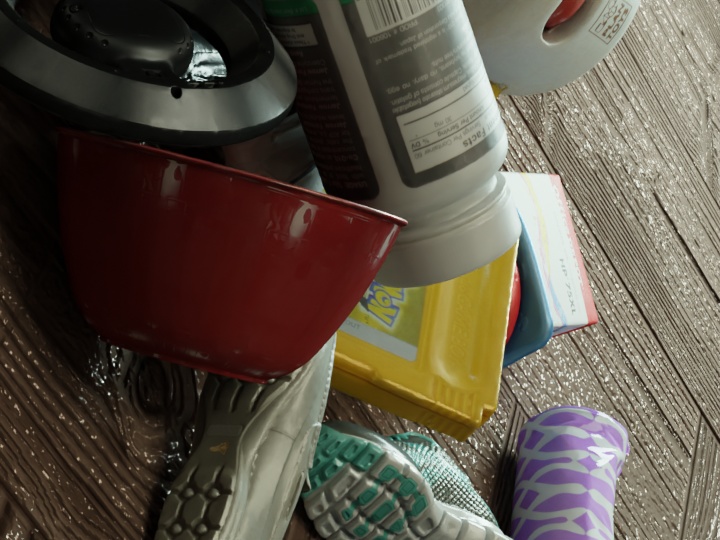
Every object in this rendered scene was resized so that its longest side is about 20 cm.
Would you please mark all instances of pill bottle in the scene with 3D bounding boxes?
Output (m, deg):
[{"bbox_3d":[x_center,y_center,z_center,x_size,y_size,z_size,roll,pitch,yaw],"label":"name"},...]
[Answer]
[{"bbox_3d":[0.019,-0.099,1.597,0.113,0.113,0.200,-54,129,-58],"label":"pill bottle"}]

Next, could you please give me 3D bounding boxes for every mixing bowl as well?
[{"bbox_3d":[-0.083,-0.002,1.506,0.200,0.200,0.109,16,88,-59],"label":"mixing bowl"}]

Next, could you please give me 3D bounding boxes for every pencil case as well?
[{"bbox_3d":[0.146,0.191,1.899,0.085,0.084,0.200,18,52,-17],"label":"pencil case"}]

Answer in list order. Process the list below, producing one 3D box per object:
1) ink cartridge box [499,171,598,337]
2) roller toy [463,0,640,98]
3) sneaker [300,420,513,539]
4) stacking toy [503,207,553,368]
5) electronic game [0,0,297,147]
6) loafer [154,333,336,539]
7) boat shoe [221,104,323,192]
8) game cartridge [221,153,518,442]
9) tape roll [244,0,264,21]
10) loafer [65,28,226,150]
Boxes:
[{"bbox_3d":[0.105,-0.007,1.961,0.200,0.067,0.116,-3,77,-63],"label":"ink cartridge box"},{"bbox_3d":[0.106,-0.221,1.964,0.140,0.182,0.201,25,53,-56],"label":"roller toy"},{"bbox_3d":[0.019,0.135,1.732,0.200,0.078,0.091,40,20,-45],"label":"sneaker"},{"bbox_3d":[0.018,0.014,1.775,0.200,0.116,0.110,1,67,-47],"label":"stacking toy"},{"bbox_3d":[-0.130,-0.125,1.500,0.200,0.042,0.200,16,29,-9],"label":"electronic game"},{"bbox_3d":[-0.058,0.102,1.567,0.070,0.070,0.200,53,52,-45],"label":"loafer"},{"bbox_3d":[-0.022,-0.109,1.680,0.200,0.073,0.065,-55,136,-47],"label":"boat shoe"},{"bbox_3d":[0.000,0.000,1.691,0.200,0.032,0.177,23,46,-14],"label":"game cartridge"},{"bbox_3d":[-0.083,-0.239,1.692,0.200,0.066,0.200,50,20,-26],"label":"tape roll"},{"bbox_3d":[-0.112,-0.105,1.609,0.071,0.068,0.201,63,24,-2],"label":"loafer"}]
